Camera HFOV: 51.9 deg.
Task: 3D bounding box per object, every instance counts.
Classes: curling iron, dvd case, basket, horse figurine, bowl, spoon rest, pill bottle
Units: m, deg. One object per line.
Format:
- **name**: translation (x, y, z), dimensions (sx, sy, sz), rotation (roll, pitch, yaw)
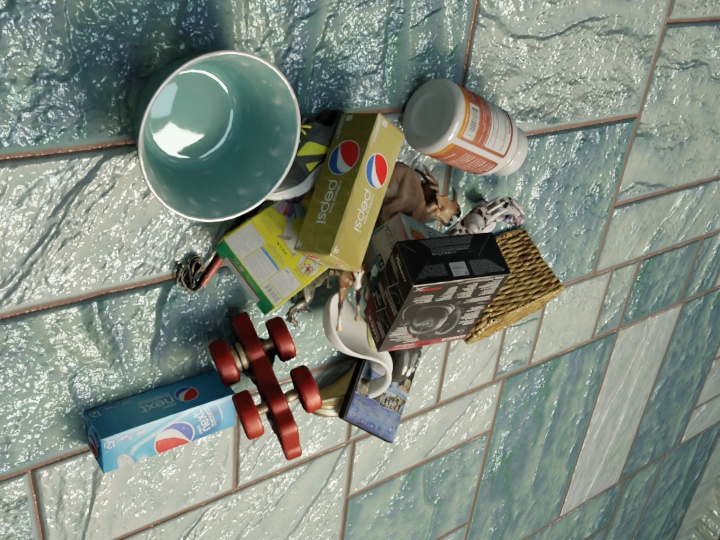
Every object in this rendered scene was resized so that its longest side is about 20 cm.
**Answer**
- **curling iron**: translation (-0.178, -0.050, 1.004), dimensions (0.200, 0.026, 0.050), rotation (-49, 139, -4)
- **dvd case**: translation (0.041, 0.183, 1.284), dimensions (0.143, 0.018, 0.200), rotation (36, 66, -41)
- **basket**: translation (0.251, 0.032, 1.399), dimensions (0.200, 0.149, 0.143), rotation (-22, 162, -29)
- **horse figurine**: translation (0.000, 0.000, 1.116), dimensions (0.200, 0.050, 0.133), rotation (-61, 159, -59)
- **bowl**: translation (-0.182, -0.168, 0.867), dimensions (0.201, 0.105, 0.201), rotation (-22, 129, -30)
- **spoon rest**: translation (0.000, 0.118, 1.170), dimensions (0.061, 0.099, 0.200), rotation (-17, 126, 20)
- **pill bottle**: translation (0.167, -0.210, 1.134), dimensions (0.200, 0.112, 0.112), rotation (13, 108, -45)

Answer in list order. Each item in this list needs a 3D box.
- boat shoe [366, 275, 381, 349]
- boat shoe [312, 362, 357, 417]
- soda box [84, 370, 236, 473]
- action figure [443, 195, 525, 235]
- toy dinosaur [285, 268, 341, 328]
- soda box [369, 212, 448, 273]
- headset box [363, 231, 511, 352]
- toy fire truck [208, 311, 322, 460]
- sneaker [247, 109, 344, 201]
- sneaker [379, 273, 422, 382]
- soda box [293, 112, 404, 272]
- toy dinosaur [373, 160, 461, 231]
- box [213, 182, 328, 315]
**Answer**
- **boat shoe**: translation (0.064, 0.033, 1.165), dimensions (0.073, 0.063, 0.201), rotation (68, 39, -57)
- **boat shoe**: translation (-0.010, 0.196, 1.289), dimensions (0.200, 0.072, 0.076), rotation (-13, 112, -46)
- **soda box**: translation (-0.282, 0.212, 1.056), dimensions (0.200, 0.068, 0.064), rotation (-16, 125, -33)
- **action figure**: translation (0.208, -0.081, 1.205), dimensions (0.069, 0.130, 0.200), rotation (66, 27, -3)
- **toy dinosaur**: translation (-0.085, 0.032, 1.104), dimensions (0.200, 0.047, 0.088), rotation (-23, 134, -58)
- **soda box**: translation (0.101, -0.018, 1.099), dimensions (0.068, 0.064, 0.200), rotation (-36, 146, 27)
- **headset box**: translation (0.100, 0.039, 1.051), dimensions (0.149, 0.077, 0.200), rotation (-7, 149, -20)
- **toy fire truck**: translation (-0.137, 0.168, 1.073), dimensions (0.112, 0.200, 0.168), rotation (-23, 157, -16)
- **sneaker**: translation (-0.085, -0.155, 0.985), dimensions (0.200, 0.074, 0.085), rotation (-36, 122, -40)
- **sneaker**: translation (0.055, 0.086, 1.241), dimensions (0.091, 0.076, 0.200), rotation (10, 81, -32)
- **soda box**: translation (-0.013, -0.103, 0.966), dimensions (0.064, 0.068, 0.200), rotation (30, 73, -48)
- **toy dinosaur**: translation (0.069, -0.119, 1.115), dimensions (0.136, 0.086, 0.200), rotation (-48, 147, -6)
- **box**: translation (-0.086, -0.044, 1.009), dimensions (0.200, 0.048, 0.117), rotation (-38, 94, -31)
